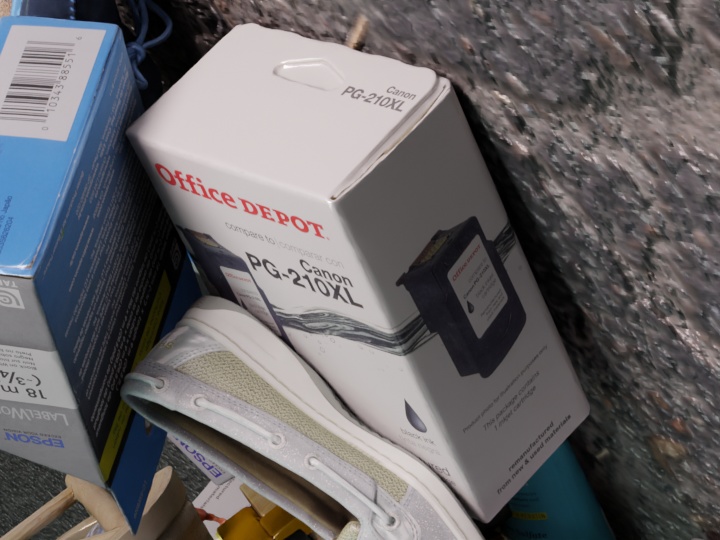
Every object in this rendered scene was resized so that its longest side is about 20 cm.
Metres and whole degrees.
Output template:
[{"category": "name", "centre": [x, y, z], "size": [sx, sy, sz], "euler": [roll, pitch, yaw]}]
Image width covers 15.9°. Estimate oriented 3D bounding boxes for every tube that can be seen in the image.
[{"category": "tube", "centre": [0.081, 0.091, 1.287], "size": [0.077, 0.050, 0.200], "euler": [8, 135, 44]}]

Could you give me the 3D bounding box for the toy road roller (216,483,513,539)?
[{"category": "toy road roller", "centre": [0.022, 0.158, 1.300], "size": [0.146, 0.123, 0.200], "euler": [56, 174, -13]}]

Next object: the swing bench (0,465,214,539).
[{"category": "swing bench", "centre": [-0.107, 0.216, 1.354], "size": [0.200, 0.130, 0.199], "euler": [-10, 114, 59]}]

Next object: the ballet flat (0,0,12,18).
[{"category": "ballet flat", "centre": [-0.172, -0.098, 1.320], "size": [0.068, 0.067, 0.200], "euler": [15, 147, 53]}]

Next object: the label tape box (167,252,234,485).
[{"category": "label tape box", "centre": [-0.094, 0.041, 1.384], "size": [0.143, 0.066, 0.200], "euler": [45, 139, -10]}]

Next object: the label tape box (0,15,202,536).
[{"category": "label tape box", "centre": [-0.134, 0.006, 1.168], "size": [0.063, 0.144, 0.200], "euler": [5, 142, 14]}]

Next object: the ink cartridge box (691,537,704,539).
[{"category": "ink cartridge box", "centre": [0.181, 0.250, 1.194], "size": [0.147, 0.200, 0.146], "euler": [50, 157, -22]}]

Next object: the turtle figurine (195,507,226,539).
[{"category": "turtle figurine", "centre": [-0.030, 0.201, 1.426], "size": [0.161, 0.064, 0.200], "euler": [10, 150, 51]}]

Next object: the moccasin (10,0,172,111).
[{"category": "moccasin", "centre": [-0.123, -0.094, 1.221], "size": [0.068, 0.081, 0.200], "euler": [16, 146, 9]}]

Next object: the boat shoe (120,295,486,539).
[{"category": "boat shoe", "centre": [-0.018, 0.100, 1.160], "size": [0.202, 0.065, 0.074], "euler": [44, 157, -1]}]

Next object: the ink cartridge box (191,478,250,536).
[{"category": "ink cartridge box", "centre": [0.004, 0.200, 1.586], "size": [0.200, 0.086, 0.148], "euler": [22, 153, 38]}]

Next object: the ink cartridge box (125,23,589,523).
[{"category": "ink cartridge box", "centre": [0.000, 0.000, 1.157], "size": [0.145, 0.084, 0.200], "euler": [19, 145, 44]}]

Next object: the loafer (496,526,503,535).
[{"category": "loafer", "centre": [-0.011, 0.115, 1.461], "size": [0.200, 0.068, 0.076], "euler": [36, 159, 15]}]
